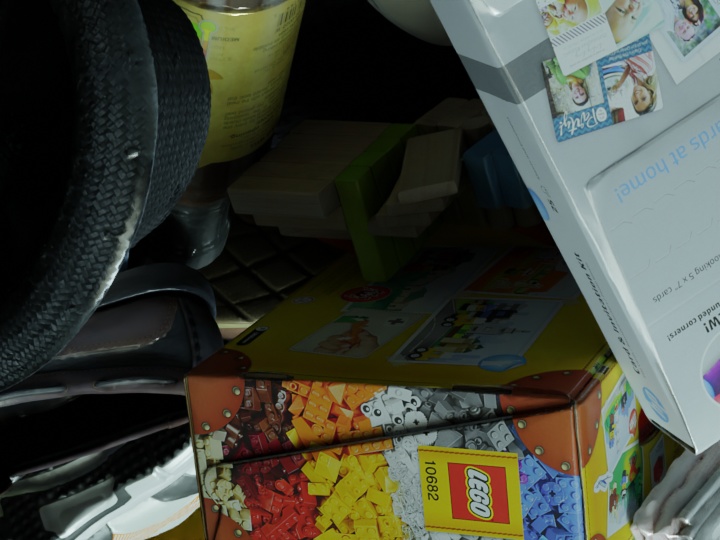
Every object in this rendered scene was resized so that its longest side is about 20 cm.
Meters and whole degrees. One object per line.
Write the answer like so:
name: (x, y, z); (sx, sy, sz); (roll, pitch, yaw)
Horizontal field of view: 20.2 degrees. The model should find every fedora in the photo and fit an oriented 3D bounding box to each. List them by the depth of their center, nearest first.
fedora: (-0.121, -0.048, 0.716); (0.092, 0.201, 0.201); (-5, 150, -49)

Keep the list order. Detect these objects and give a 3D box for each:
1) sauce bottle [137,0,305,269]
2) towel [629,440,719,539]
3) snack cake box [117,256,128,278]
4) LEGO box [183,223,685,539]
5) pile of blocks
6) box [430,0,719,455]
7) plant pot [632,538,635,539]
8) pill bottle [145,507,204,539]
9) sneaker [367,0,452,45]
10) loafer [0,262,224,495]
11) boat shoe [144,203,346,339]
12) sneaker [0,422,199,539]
sauce bottle: (-0.061, -0.071, 0.797); (0.065, 0.065, 0.200); (-7, 145, -16)
towel: (0.190, 0.072, 0.793); (0.200, 0.032, 0.191); (-50, 145, -15)
snack cake box: (-0.164, 0.013, 0.876); (0.115, 0.067, 0.200); (-7, 147, -14)
LEGO box: (0.046, 0.043, 0.775); (0.149, 0.077, 0.200); (3, -161, 25)
pile of blocks: (0.053, -0.028, 0.780); (0.200, 0.082, 0.062); (-10, 118, 15)
box: (0.123, -0.065, 0.650); (0.156, 0.041, 0.200); (-33, 111, -7)
plant pot: (0.127, 0.122, 0.920); (0.200, 0.200, 0.184); (-13, 117, -8)
pill bottle: (-0.073, 0.148, 1.001); (0.111, 0.200, 0.111); (-13, 148, -8)
sneaker: (0.021, -0.133, 0.734); (0.073, 0.071, 0.200); (-20, 148, 5)
loafer: (-0.148, 0.062, 0.835); (0.200, 0.063, 0.072); (-24, 148, 10)
boat shoe: (0.000, 0.000, 0.930); (0.200, 0.072, 0.068); (-13, 147, -12)
sneaker: (-0.125, 0.108, 0.912); (0.200, 0.074, 0.080); (-29, 150, 18)
